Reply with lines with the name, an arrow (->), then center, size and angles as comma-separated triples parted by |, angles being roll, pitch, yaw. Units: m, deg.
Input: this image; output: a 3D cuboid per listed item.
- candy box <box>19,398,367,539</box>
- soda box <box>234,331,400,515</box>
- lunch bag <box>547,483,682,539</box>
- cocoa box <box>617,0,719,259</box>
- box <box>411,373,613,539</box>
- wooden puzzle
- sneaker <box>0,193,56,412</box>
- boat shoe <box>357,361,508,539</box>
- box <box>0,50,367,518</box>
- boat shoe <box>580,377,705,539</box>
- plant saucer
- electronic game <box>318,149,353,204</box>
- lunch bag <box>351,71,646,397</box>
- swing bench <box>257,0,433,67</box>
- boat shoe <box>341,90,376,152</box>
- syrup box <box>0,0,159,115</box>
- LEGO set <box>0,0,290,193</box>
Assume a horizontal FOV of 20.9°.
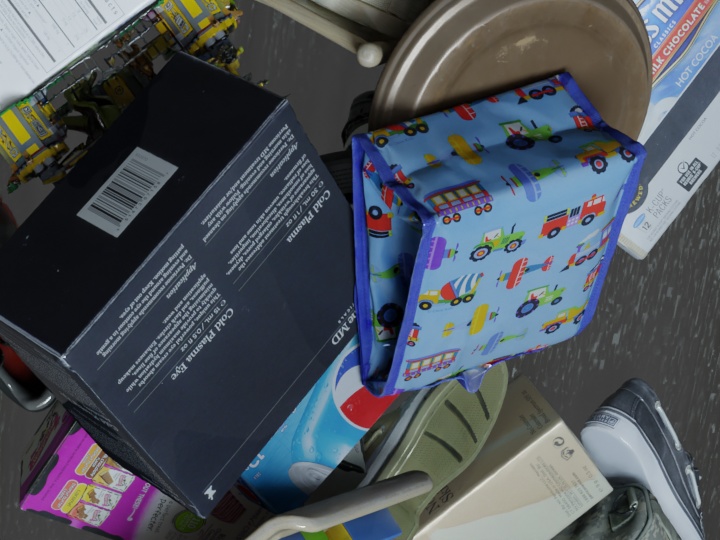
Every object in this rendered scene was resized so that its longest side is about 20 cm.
candy box -> -0.114, 0.131, 1.334 | 0.199, 0.061, 0.137 | 23, 123, -23
soda box -> -0.013, 0.063, 1.266 | 0.200, 0.068, 0.064 | -49, 111, -13
lunch bag -> 0.192, 0.267, 1.461 | 0.167, 0.140, 0.200 | -28, 115, 19
cocoa box -> 0.183, -0.137, 1.332 | 0.131, 0.133, 0.200 | 34, 98, -22
box -> 0.075, 0.178, 1.440 | 0.200, 0.095, 0.078 | -38, 115, -1
wooden puzzle -> -0.059, 0.203, 1.262 | 0.200, 0.185, 0.046 | -36, 77, 25
sneaker -> -0.248, 0.009, 1.294 | 0.077, 0.082, 0.201 | -32, 115, -2
boat shoe -> 0.027, 0.131, 1.393 | 0.200, 0.068, 0.075 | -52, 132, -18
box -> -0.102, 0.010, 1.171 | 0.200, 0.104, 0.182 | -50, 138, -16
boat shoe -> 0.231, 0.167, 1.496 | 0.068, 0.072, 0.201 | -47, 124, -28
plant saucer -> 0.099, -0.096, 1.209 | 0.199, 0.029, 0.201 | -14, 125, -21
electronic game -> 0.000, 0.000, 1.358 | 0.199, 0.042, 0.201 | -2, 129, -3
lunch bag -> 0.077, 0.000, 1.194 | 0.150, 0.094, 0.201 | -18, 135, -22
swing bench -> 0.038, -0.231, 1.246 | 0.129, 0.200, 0.200 | 32, 100, 19
boat shoe -> 0.074, -0.061, 1.369 | 0.200, 0.061, 0.076 | 35, 126, -27
syrup box -> -0.187, -0.175, 1.237 | 0.200, 0.079, 0.082 | -38, 97, 0
LEGO set -> -0.132, -0.086, 1.252 | 0.200, 0.154, 0.116 | -37, 88, -12
